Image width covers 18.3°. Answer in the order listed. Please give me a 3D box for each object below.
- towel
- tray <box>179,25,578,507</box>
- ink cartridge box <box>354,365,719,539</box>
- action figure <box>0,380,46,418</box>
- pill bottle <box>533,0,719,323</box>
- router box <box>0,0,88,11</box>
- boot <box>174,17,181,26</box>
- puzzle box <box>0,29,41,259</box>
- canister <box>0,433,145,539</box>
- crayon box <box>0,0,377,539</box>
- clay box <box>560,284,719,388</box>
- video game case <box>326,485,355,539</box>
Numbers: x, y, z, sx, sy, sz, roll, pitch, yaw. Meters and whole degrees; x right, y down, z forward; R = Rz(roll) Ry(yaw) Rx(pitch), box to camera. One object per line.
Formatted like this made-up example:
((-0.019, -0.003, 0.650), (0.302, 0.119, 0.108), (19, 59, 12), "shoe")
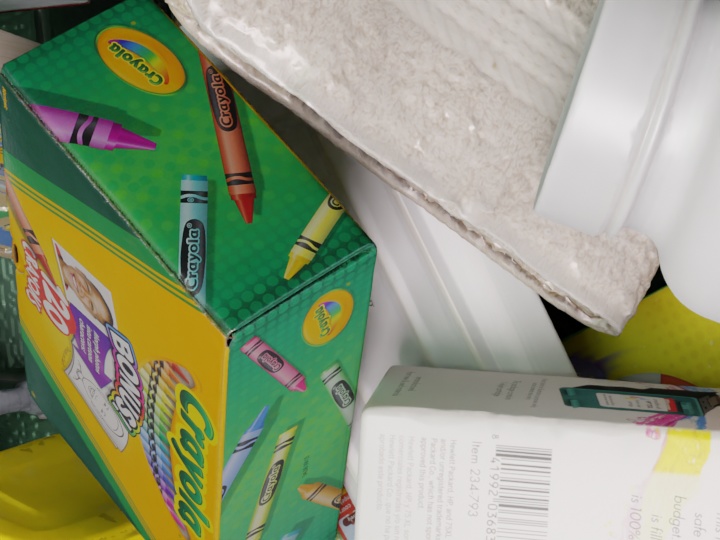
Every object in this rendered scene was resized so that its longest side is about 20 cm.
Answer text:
((0.039, -0.086, 0.702), (0.200, 0.034, 0.133), (35, 79, -18), "towel")
((0.000, 0.000, 0.749), (0.107, 0.022, 0.200), (-22, 97, 36), "tray")
((0.100, 0.098, 0.692), (0.199, 0.067, 0.117), (4, 100, 8), "ink cartridge box")
((-0.215, 0.076, 0.933), (0.134, 0.149, 0.200), (7, 118, 37), "action figure")
((0.157, -0.025, 0.649), (0.200, 0.112, 0.112), (18, 111, 3), "pill bottle")
((-0.219, -0.110, 0.808), (0.179, 0.200, 0.049), (-165, 68, -65), "router box")
((-0.049, -0.129, 0.768), (0.073, 0.155, 0.200), (38, 118, 20), "boot")
((-0.124, -0.040, 0.814), (0.133, 0.200, 0.025), (-16, 70, 34), "puzzle box")
((-0.129, 0.174, 0.892), (0.086, 0.148, 0.200), (22, 109, 26), "canister")
((-0.059, 0.019, 0.740), (0.119, 0.058, 0.200), (47, 155, 23), "crayon box")
((0.120, 0.061, 0.766), (0.200, 0.048, 0.115), (-31, 82, 35), "clay box")
((0.014, 0.058, 0.800), (0.143, 0.017, 0.200), (-38, 74, 33), "video game case")
